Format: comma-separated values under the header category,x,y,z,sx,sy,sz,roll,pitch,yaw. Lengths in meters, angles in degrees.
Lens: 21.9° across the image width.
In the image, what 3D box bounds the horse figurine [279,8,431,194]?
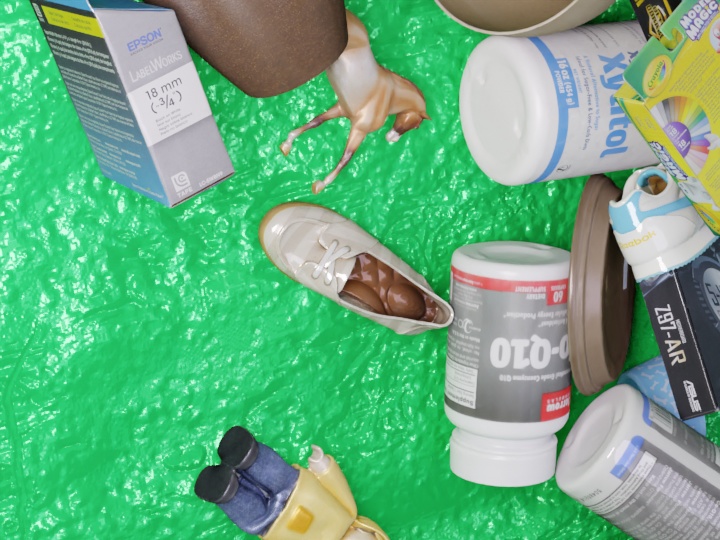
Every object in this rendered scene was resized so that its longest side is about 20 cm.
category,x,y,z,sx,sy,sz,roll,pitch,yaw
horse figurine,-0.026,-0.162,1.540,0.132,0.050,0.200,-38,121,-11

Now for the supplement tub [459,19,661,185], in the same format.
category,x,y,z,sx,sy,sz,roll,pitch,yaw
supplement tub,0.199,-0.149,1.627,0.199,0.132,0.133,-10,107,-27

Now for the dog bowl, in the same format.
category,x,y,z,sx,sy,sz,roll,pitch,yaw
dog bowl,0.286,0.178,1.776,0.049,0.111,0.201,-10,108,-13

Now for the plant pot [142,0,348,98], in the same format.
category,x,y,z,sx,sy,sz,roll,pitch,yaw
plant pot,-0.093,-0.238,1.402,0.187,0.187,0.200,-39,120,-16

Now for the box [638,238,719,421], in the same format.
category,x,y,z,sx,sy,sz,roll,pitch,yaw
box,0.349,0.044,1.745,0.199,0.043,0.161,-9,80,-45

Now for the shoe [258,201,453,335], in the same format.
category,x,y,z,sx,sy,sz,roll,pitch,yaw
shoe,0.000,0.000,1.592,0.200,0.053,0.070,29,87,-32

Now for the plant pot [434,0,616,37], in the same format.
category,x,y,z,sx,sy,sz,roll,pitch,yaw
plant pot,0.163,-0.284,1.551,0.134,0.200,0.201,7,99,-52

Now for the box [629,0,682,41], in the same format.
category,x,y,z,sx,sy,sz,roll,pitch,yaw
box,0.297,-0.280,1.636,0.159,0.049,0.201,-8,67,-27

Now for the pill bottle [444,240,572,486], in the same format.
category,x,y,z,sx,sy,sz,roll,pitch,yaw
pill bottle,0.132,0.082,1.654,0.113,0.114,0.201,-5,105,-29

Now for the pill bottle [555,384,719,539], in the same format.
category,x,y,z,sx,sy,sz,roll,pitch,yaw
pill bottle,0.284,0.200,1.670,0.200,0.114,0.114,35,84,-12

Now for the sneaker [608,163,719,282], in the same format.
category,x,y,z,sx,sy,sz,roll,pitch,yaw
sneaker,0.284,-0.064,1.641,0.200,0.076,0.081,-38,102,-52

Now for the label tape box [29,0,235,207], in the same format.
category,x,y,z,sx,sy,sz,roll,pitch,yaw
label tape box,-0.180,-0.159,1.393,0.063,0.144,0.201,-30,115,-21

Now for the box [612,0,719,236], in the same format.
category,x,y,z,sx,sy,sz,roll,pitch,yaw
box,0.292,-0.131,1.547,0.117,0.048,0.200,-48,122,-13

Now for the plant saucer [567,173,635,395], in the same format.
category,x,y,z,sx,sy,sz,roll,pitch,yaw
plant saucer,0.218,0.012,1.665,0.200,0.029,0.201,2,90,-72

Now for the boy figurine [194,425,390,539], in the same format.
category,x,y,z,sx,sy,sz,roll,pitch,yaw
boy figurine,-0.052,0.218,1.611,0.200,0.064,0.125,39,79,-28
